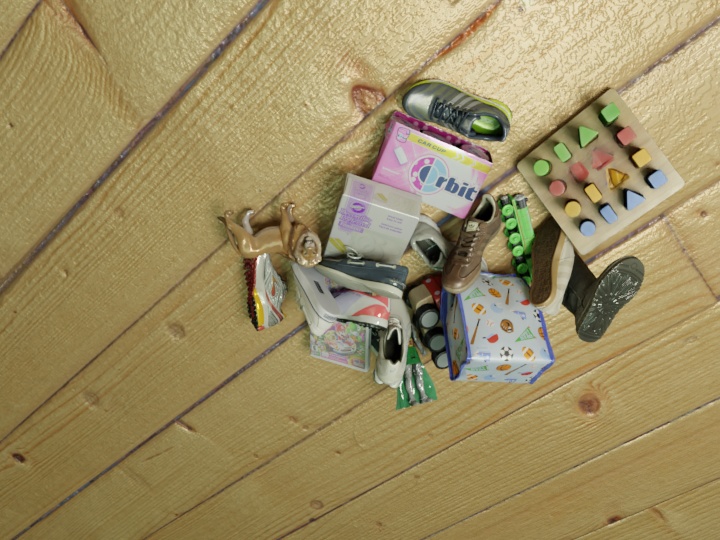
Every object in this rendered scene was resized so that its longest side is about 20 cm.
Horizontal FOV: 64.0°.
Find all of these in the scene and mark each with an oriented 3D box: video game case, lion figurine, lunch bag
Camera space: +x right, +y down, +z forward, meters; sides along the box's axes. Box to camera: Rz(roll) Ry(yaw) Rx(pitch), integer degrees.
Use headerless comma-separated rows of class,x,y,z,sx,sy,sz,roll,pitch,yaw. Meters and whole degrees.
video game case,-0.043,0.101,1.192,0.140,0.018,0.205,12,113,25
lion figurine,-0.172,-0.059,1.094,0.195,0.072,0.126,-7,90,7
lunch bag,0.239,0.096,1.053,0.166,0.204,0.125,4,147,-12

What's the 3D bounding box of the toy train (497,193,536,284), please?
toy train,0.311,-0.058,1.107,0.055,0.042,0.203,-20,118,4

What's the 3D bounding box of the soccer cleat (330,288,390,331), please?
soccer cleat,-0.024,0.065,1.129,0.197,0.075,0.068,9,168,37

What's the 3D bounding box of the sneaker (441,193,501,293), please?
sneaker,0.194,-0.054,1.035,0.069,0.202,0.076,12,144,31

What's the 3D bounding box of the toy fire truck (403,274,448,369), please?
toy fire truck,0.212,0.089,1.170,0.197,0.129,0.178,-27,123,-3

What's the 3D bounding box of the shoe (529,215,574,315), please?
shoe,0.350,-0.013,1.051,0.053,0.204,0.069,30,153,-25

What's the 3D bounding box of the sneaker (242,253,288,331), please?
sneaker,-0.192,0.020,1.182,0.081,0.078,0.205,-13,117,-27

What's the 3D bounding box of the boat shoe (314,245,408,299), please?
boat shoe,0.000,0.000,1.061,0.197,0.063,0.075,12,164,40

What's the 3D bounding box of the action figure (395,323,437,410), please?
action figure,0.100,0.177,1.201,0.116,0.205,0.054,-2,163,-40

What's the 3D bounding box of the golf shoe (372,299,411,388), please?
golf shoe,0.069,0.122,1.126,0.076,0.204,0.098,6,145,-4

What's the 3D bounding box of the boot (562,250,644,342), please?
boot,0.411,0.008,1.043,0.071,0.201,0.184,23,119,-9

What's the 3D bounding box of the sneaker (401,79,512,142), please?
sneaker,0.166,-0.265,0.968,0.195,0.082,0.075,11,122,-2

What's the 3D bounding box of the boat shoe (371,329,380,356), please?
boat shoe,0.048,0.151,1.238,0.066,0.075,0.201,-38,98,-2

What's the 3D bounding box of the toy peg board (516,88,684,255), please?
toy peg board,0.393,-0.159,0.956,0.199,0.098,0.201,-38,84,23

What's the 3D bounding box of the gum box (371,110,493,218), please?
gum box,0.120,-0.189,1.026,0.196,0.067,0.115,21,121,-8

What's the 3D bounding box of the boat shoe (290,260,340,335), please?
boat shoe,-0.100,0.044,1.110,0.070,0.201,0.070,18,118,-40

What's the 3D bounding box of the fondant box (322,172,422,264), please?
fondant box,0.016,-0.073,1.072,0.141,0.059,0.202,16,141,-5

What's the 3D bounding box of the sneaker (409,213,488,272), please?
sneaker,0.165,-0.020,1.109,0.198,0.093,0.076,31,120,-14
